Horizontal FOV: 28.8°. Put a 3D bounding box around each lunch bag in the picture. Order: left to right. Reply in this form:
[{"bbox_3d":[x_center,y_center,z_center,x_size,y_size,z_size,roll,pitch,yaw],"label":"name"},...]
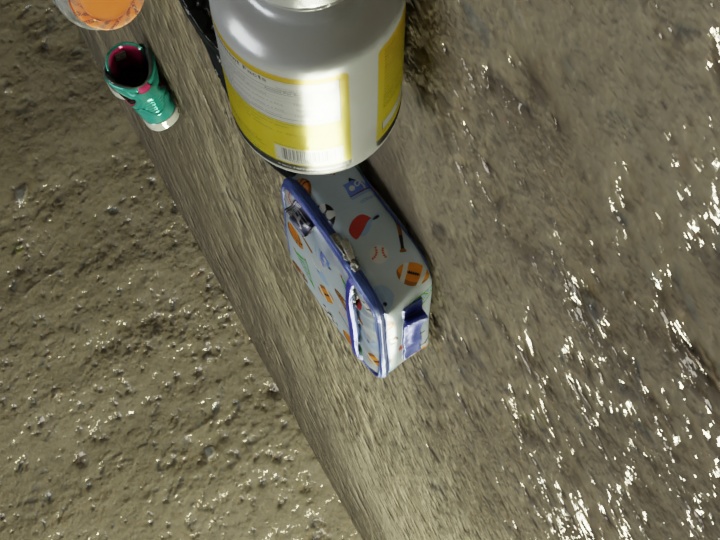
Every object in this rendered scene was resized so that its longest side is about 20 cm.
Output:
[{"bbox_3d":[0.000,0.000,1.173,0.161,0.075,0.200,56,170,20],"label":"lunch bag"}]

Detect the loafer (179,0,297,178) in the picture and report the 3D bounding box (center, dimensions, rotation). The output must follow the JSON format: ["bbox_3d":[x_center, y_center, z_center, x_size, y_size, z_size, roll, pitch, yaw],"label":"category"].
[{"bbox_3d":[-0.088,-0.172,1.201,0.202,0.067,0.070,61,-171,-6],"label":"loafer"}]

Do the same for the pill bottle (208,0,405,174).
[{"bbox_3d":[-0.029,-0.144,0.805,0.113,0.111,0.200,58,169,18],"label":"pill bottle"}]

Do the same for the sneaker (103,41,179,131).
[{"bbox_3d":[-0.359,-0.307,2.152,0.200,0.083,0.121,43,166,40],"label":"sneaker"}]

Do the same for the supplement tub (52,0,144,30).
[{"bbox_3d":[-0.340,-0.377,1.758,0.200,0.121,0.124,47,163,54],"label":"supplement tub"}]
